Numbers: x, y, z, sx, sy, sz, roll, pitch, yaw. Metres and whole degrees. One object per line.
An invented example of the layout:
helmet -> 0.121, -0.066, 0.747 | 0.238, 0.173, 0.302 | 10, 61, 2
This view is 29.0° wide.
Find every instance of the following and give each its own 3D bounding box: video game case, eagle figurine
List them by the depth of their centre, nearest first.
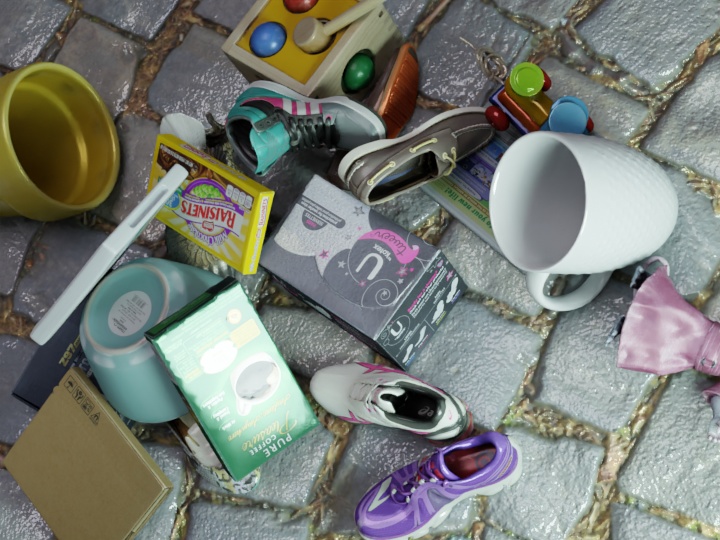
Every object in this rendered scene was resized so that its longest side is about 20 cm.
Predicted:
video game case -> -0.294, -0.019, 1.626 | 0.200, 0.024, 0.182 | -44, 9, 39
video game case -> 0.192, -0.113, 1.634 | 0.182, 0.022, 0.200 | -47, 60, -2
eagle figurine -> -0.170, -0.094, 1.716 | 0.150, 0.152, 0.201 | -2, 60, -1

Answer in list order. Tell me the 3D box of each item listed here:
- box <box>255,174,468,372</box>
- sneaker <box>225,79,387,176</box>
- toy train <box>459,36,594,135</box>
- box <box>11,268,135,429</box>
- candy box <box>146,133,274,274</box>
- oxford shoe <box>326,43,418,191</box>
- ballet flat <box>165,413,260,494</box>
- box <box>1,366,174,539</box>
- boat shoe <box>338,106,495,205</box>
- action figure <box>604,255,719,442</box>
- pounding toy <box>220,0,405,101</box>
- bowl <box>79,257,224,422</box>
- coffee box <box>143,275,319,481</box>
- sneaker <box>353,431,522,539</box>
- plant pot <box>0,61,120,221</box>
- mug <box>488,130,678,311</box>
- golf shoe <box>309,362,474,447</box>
box -> 0.000, 0.000, 1.609 | 0.200, 0.115, 0.132 | 33, 83, 30
sneaker -> -0.079, -0.159, 1.636 | 0.199, 0.084, 0.121 | 15, 44, 25
toy train -> 0.179, -0.207, 1.569 | 0.085, 0.116, 0.200 | -43, 83, -4
box -> -0.321, 0.105, 1.731 | 0.157, 0.051, 0.200 | 24, 78, 30
candy box -> -0.182, -0.080, 1.638 | 0.200, 0.026, 0.103 | 30, 117, 39
oxford shoe -> 0.014, -0.192, 1.714 | 0.073, 0.071, 0.201 | 14, 74, 31
ballet flat -> -0.194, 0.184, 1.635 | 0.072, 0.072, 0.200 | -43, 60, 0
box -> -0.328, 0.242, 1.651 | 0.200, 0.021, 0.164 | 47, 109, 23
boat shoe -> 0.075, -0.131, 1.609 | 0.199, 0.072, 0.060 | -21, 54, -19
action figure -> 0.362, 0.085, 1.455 | 0.199, 0.149, 0.134 | 23, 108, 10
pounding toy -> -0.043, -0.295, 1.738 | 0.200, 0.142, 0.184 | 33, 83, 30
bowl -> -0.246, 0.064, 1.619 | 0.200, 0.105, 0.202 | -13, 57, 20
coffee box -> -0.144, 0.123, 1.562 | 0.123, 0.200, 0.044 | -35, 20, -17
sneaker -> 0.076, 0.223, 1.500 | 0.200, 0.083, 0.081 | -31, 60, 8
plant pot -> -0.451, -0.151, 1.824 | 0.188, 0.201, 0.202 | -16, 62, 33
mug -> 0.243, -0.047, 1.502 | 0.148, 0.175, 0.201 | 40, 120, 45
golf shoe -> 0.026, 0.138, 1.553 | 0.199, 0.092, 0.073 | 11, 74, 27
